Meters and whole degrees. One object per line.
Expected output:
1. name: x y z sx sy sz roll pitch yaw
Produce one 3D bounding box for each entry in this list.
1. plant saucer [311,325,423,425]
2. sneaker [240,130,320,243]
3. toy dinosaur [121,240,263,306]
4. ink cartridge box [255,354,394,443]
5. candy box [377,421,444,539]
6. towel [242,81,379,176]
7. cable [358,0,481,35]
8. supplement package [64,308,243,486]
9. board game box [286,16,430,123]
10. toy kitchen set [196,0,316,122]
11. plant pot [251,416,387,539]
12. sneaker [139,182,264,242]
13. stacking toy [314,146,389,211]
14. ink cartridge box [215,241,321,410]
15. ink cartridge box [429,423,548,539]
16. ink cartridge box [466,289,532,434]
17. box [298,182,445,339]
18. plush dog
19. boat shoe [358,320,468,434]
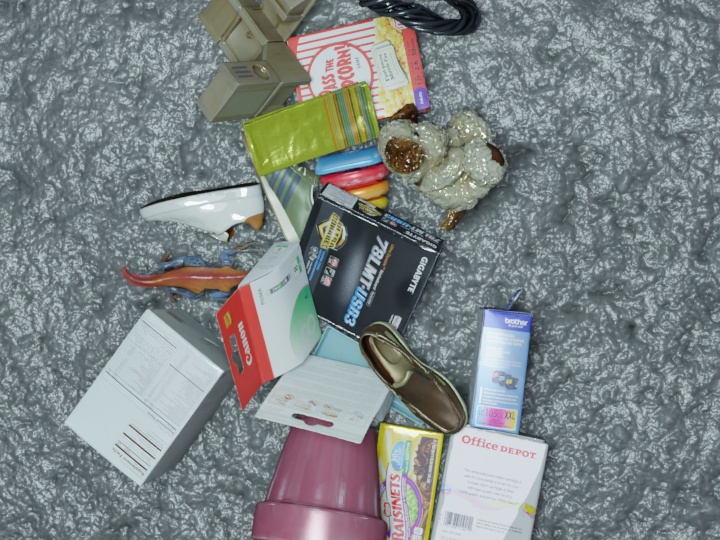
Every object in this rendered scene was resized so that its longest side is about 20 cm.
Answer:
1. plant saucer: 0.024 0.157 1.610 0.198 0.019 0.071 29 114 4
2. sneaker: -0.104 -0.136 1.617 0.089 0.067 0.203 -24 91 1
3. toy dinosaur: -0.221 0.026 1.584 0.179 0.199 0.107 5 106 35
4. ink cartridge box: -0.047 0.195 1.525 0.157 0.200 0.048 12 115 12
5. candy box: 0.064 0.339 1.608 0.100 0.026 0.204 8 89 8
6. towel: -0.071 -0.210 1.571 0.197 0.018 0.087 -19 106 -6
7. cable: 0.086 -0.402 1.568 0.197 0.164 0.051 24 124 4
8. supplement package: -0.293 0.179 1.558 0.146 0.191 0.201 37 91 5
9. board game box: -0.003 -0.298 1.621 0.196 0.046 0.154 -12 87 4
10. toy kitchen set: -0.171 -0.351 1.534 0.163 0.179 0.201 -45 75 33
11. plant pot: -0.051 0.316 1.546 0.196 0.200 0.182 7 73 5
12. sneaker: -0.242 -0.079 1.621 0.196 0.073 0.086 -6 103 12
13. stacking toy: 0.004 -0.079 1.596 0.108 0.116 0.204 -10 99 7
14. ink cartridge box: -0.126 0.077 1.507 0.049 0.201 0.163 -1 119 22
15. ink cartridge box: 0.188 0.333 1.569 0.142 0.084 0.204 11 90 5
16. ink cartridge box: 0.203 0.127 1.547 0.075 0.136 0.204 6 89 3
17. box: 0.000 0.000 1.565 0.196 0.050 0.202 28 124 6
18. plush dog: 0.101 -0.160 1.531 0.170 0.201 0.162 27 112 -13
19. boat shoe: 0.069 0.161 1.520 0.202 0.075 0.075 43 106 12
